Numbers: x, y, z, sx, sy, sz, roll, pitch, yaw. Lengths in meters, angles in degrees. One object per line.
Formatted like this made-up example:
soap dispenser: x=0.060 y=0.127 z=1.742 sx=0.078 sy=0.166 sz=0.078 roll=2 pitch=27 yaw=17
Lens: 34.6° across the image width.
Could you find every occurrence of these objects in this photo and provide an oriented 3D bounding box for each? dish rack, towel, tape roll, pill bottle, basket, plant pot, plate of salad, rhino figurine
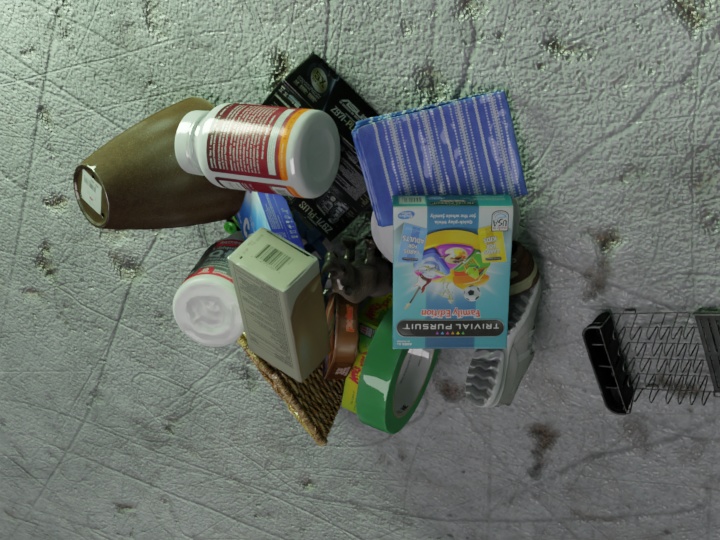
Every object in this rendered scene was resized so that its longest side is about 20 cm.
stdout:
dish rack: x=0.409 y=0.120 z=1.533 sx=0.200 sy=0.055 sz=0.153 roll=-2 pitch=124 yaw=35
towel: x=0.100 y=-0.140 z=1.462 sx=0.200 sy=0.024 sz=0.145 roll=-13 pitch=110 yaw=7
tape roll: x=0.059 y=0.135 z=1.674 sx=0.048 sy=0.200 sz=0.201 roll=19 pitch=134 yaw=21
pill bottle: x=-0.136 y=-0.158 z=1.496 sx=0.200 sy=0.113 sz=0.113 roll=9 pitch=130 yaw=28
basket: x=-0.120 y=0.160 z=1.823 sx=0.143 sy=0.149 sz=0.200 roll=5 pitch=144 yaw=31
plant pot: x=-0.299 y=-0.134 z=1.649 sx=0.187 sy=0.200 sz=0.187 roll=26 pitch=126 yaw=41
pill bottle: x=-0.192 y=0.018 z=1.692 sx=0.111 sy=0.200 sz=0.111 roll=5 pitch=117 yaw=9
plate of salad: x=0.113 y=-0.070 z=1.552 sx=0.200 sy=0.048 sz=0.200 roll=-2 pitch=134 yaw=-2
rhino figurine: x=0.000 y=0.000 z=1.590 sx=0.060 sy=0.200 sz=0.088 roll=3 pitch=96 yaw=29

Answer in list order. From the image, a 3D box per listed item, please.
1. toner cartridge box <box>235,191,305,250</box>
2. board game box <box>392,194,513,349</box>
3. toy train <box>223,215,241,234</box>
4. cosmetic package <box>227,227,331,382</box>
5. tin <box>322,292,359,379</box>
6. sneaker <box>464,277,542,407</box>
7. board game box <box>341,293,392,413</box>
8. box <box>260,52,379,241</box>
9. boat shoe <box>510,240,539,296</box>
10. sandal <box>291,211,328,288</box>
toner cartridge box: x=-0.136 y=-0.068 z=1.657 sx=0.095 sy=0.043 sz=0.200 roll=112 pitch=146 yaw=-43
board game box: x=0.116 y=0.003 z=1.490 sx=0.151 sy=0.047 sz=0.200 roll=0 pitch=113 yaw=1
toy train: x=-0.136 y=-0.018 z=1.797 sx=0.056 sy=0.042 sz=0.200 roll=-26 pitch=108 yaw=34
cosmetic package: x=-0.105 y=0.048 z=1.552 sx=0.105 sy=0.071 sz=0.200 roll=30 pitch=148 yaw=26
tin: x=-0.029 y=0.093 z=1.685 sx=0.042 sy=0.112 sz=0.200 roll=-1 pitch=163 yaw=-8
sneaker: x=0.205 y=0.094 z=1.594 sx=0.075 sy=0.200 sz=0.082 roll=22 pitch=-177 yaw=44
board game box: x=0.024 y=0.120 z=1.757 sx=0.048 sy=0.102 sz=0.200 roll=24 pitch=135 yaw=14
box: x=-0.052 y=-0.165 z=1.579 sx=0.200 sy=0.086 sz=0.164 roll=43 pitch=136 yaw=-4
boat shoe: x=0.135 y=0.015 z=1.557 sx=0.202 sy=0.075 sz=0.075 roll=-26 pitch=132 yaw=7
sandal: x=-0.073 y=-0.004 z=1.680 sx=0.079 sy=0.087 sz=0.200 roll=132 pitch=132 yaw=-56
